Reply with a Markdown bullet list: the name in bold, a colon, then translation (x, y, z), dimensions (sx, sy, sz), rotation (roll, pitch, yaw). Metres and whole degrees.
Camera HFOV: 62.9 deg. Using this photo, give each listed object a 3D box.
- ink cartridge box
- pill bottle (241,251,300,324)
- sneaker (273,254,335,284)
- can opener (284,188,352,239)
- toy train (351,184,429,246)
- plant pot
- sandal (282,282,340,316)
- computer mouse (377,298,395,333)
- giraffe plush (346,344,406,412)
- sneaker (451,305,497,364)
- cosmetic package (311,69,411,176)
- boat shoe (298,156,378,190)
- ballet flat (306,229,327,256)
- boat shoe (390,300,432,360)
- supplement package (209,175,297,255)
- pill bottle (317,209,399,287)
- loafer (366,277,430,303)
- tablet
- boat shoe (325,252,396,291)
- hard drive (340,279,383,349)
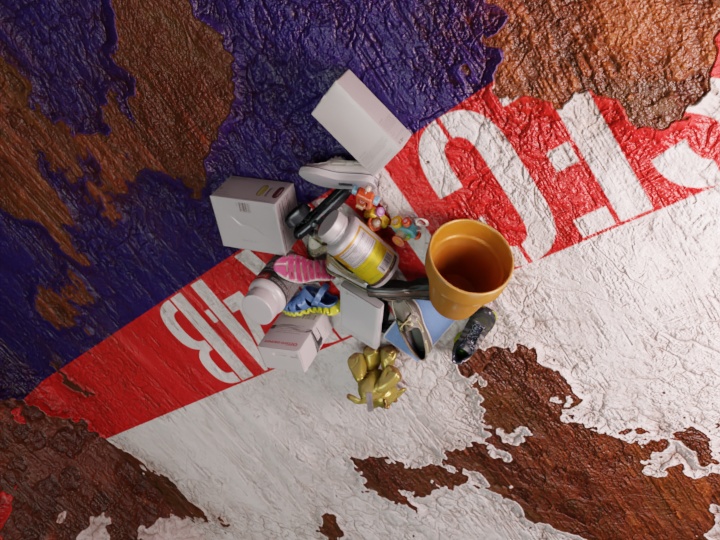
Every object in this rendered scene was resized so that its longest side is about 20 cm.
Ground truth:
- **ink cartridge box**: translation (-0.185, 0.190, 1.704), dimensions (0.141, 0.201, 0.086), rotation (2, 126, 26)
- **pill bottle**: translation (-0.238, 0.046, 1.622), dimensions (0.111, 0.201, 0.116), rotation (13, 130, 16)
- **sneaker**: translation (-0.158, 0.003, 1.584), dimensions (0.086, 0.197, 0.076), rotation (-15, 77, 48)
- **can opener**: translation (-0.098, -0.147, 1.466), dimensions (0.198, 0.064, 0.078), rotation (-32, 132, 21)
- **toy train**: translation (0.059, -0.122, 1.400), dimensions (0.197, 0.056, 0.150), rotation (28, 165, 2)
- **plant pot**: translation (0.237, 0.016, 1.378), dimensions (0.196, 0.203, 0.185), rotation (24, 148, 8)
- **sandal**: translation (-0.148, 0.079, 1.692), dimensions (0.195, 0.080, 0.089), rotation (-6, 118, 21)
- **computer mouse**: translation (0.040, 0.102, 1.622), dimensions (0.135, 0.053, 0.204), rotation (5, 126, 25)
- **giraffe plush**: translation (0.060, 0.336, 1.735), dimensions (0.168, 0.205, 0.162), rotation (-3, 152, 25)
- **sneaker**: translation (0.293, 0.172, 1.525), dimensions (0.073, 0.081, 0.203), rotation (25, 132, 6)
- **cosmetic package**: translation (0.002, -0.324, 1.299), dimensions (0.200, 0.085, 0.107), rotation (45, 131, -9)
- **boat shoe**: translation (-0.050, -0.239, 1.401), dimensions (0.195, 0.067, 0.072), rotation (8, 164, 20)
- **ballet flat**: translation (-0.085, -0.091, 1.525), dimensions (0.197, 0.070, 0.075), rotation (-19, 155, 34)
- **boat shoe**: translation (0.133, 0.145, 1.557), dimensions (0.071, 0.061, 0.205), rotation (-20, 110, 23)
- **supplement package**: translation (-0.272, -0.147, 1.555), dimensions (0.195, 0.112, 0.159), rotation (9, 129, 20)
- **pill bottle**: translation (-0.006, -0.055, 1.426), dimensions (0.199, 0.111, 0.108), rotation (38, 134, -24)
- **loafer**: translation (0.112, 0.060, 1.492), dimensions (0.194, 0.072, 0.065), rotation (-4, 111, -5)
- **tablet**: translation (0.163, 0.150, 1.594), dimensions (0.129, 0.014, 0.201), rotation (34, 121, -4)
- **boat shoe**: translation (0.000, 0.000, 1.536), dimensions (0.195, 0.076, 0.069), rotation (15, 152, 8)
- **hard drive**: translation (0.001, 0.125, 1.618), dimensions (0.130, 0.027, 0.202), rotation (30, 146, 20)
